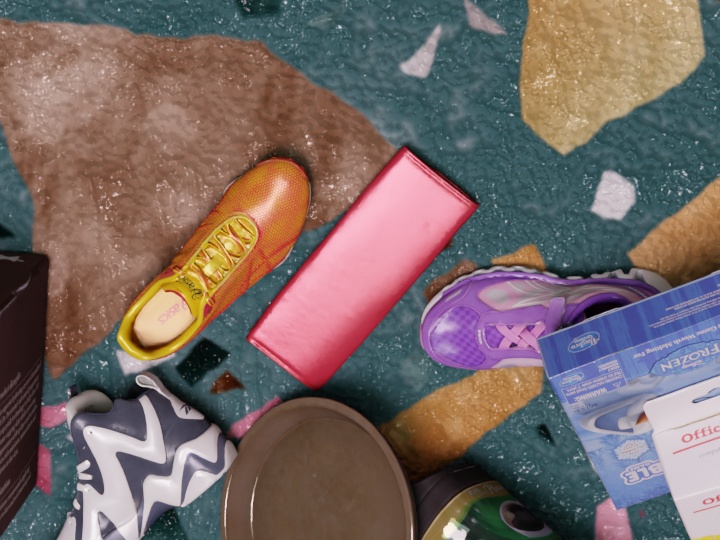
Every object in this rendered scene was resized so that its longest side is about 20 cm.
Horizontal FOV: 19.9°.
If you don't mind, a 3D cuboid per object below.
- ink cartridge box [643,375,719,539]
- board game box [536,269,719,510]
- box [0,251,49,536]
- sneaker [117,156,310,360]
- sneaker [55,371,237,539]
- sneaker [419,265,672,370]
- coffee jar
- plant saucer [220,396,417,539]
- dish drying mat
[{"bbox_3d":[0.293,0.159,1.535,0.117,0.067,0.200,-20,138,10],"label":"ink cartridge box"},{"bbox_3d":[0.255,0.085,1.528,0.200,0.043,0.199,-21,140,10],"label":"board game box"},{"bbox_3d":[-0.341,0.095,1.573,0.164,0.166,0.200,7,105,4],"label":"box"},{"bbox_3d":[-0.108,-0.002,1.576,0.073,0.077,0.200,39,103,-4],"label":"sneaker"},{"bbox_3d":[-0.211,0.159,1.627,0.199,0.079,0.130,-38,93,17],"label":"sneaker"},{"bbox_3d":[0.143,0.043,1.560,0.200,0.088,0.081,-4,105,7],"label":"sneaker"},{"bbox_3d":[0.118,0.233,1.571,0.200,0.104,0.085,39,109,22],"label":"coffee jar"},{"bbox_3d":[-0.029,0.198,1.595,0.200,0.029,0.200,0,90,41],"label":"plant saucer"},{"bbox_3d":[0.000,0.000,1.597,0.077,0.018,0.200,39,103,-6],"label":"dish drying mat"}]
